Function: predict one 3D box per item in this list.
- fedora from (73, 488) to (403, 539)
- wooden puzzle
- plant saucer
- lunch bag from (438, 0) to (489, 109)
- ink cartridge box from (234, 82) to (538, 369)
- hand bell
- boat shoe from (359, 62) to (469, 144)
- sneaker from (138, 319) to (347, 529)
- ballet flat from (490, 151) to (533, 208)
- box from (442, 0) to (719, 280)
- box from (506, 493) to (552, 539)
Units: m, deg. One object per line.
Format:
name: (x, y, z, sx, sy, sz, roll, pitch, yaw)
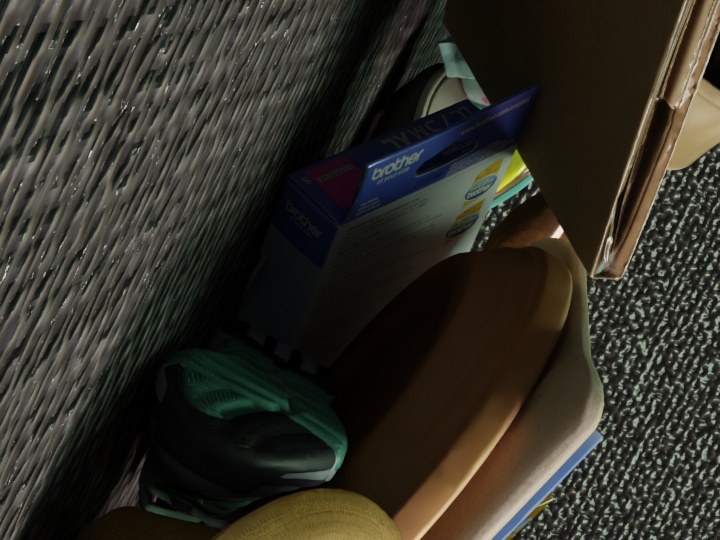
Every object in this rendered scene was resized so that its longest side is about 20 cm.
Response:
fedora: (-0.069, 0.145, 0.771, 0.200, 0.082, 0.201, -37, 147, -30)
wooden puzzle: (0.039, 0.086, 0.918, 0.185, 0.046, 0.200, -48, -170, 14)
plant saucer: (0.007, 0.064, 0.901, 0.200, 0.037, 0.200, -48, -169, 12)
lunch bag: (0.126, -0.122, 1.118, 0.160, 0.077, 0.200, -22, -169, -5)
ink cartridge box: (0.000, 0.000, 0.978, 0.119, 0.042, 0.200, -26, 152, -42)
hand bell: (0.108, -0.046, 1.002, 0.200, 0.104, 0.104, -48, -173, 39)
boat shoe: (0.012, -0.045, 1.144, 0.200, 0.057, 0.067, -66, 143, -49)
sneaker: (-0.053, 0.078, 0.844, 0.088, 0.074, 0.200, -60, 178, 6)
ballet flat: (0.055, -0.066, 1.275, 0.067, 0.067, 0.200, -47, -175, -12)
box: (0.091, -0.121, 0.938, 0.200, 0.021, 0.164, -115, -148, -47)
box: (0.044, 0.077, 1.375, 0.041, 0.201, 0.119, -15, 162, -23)
